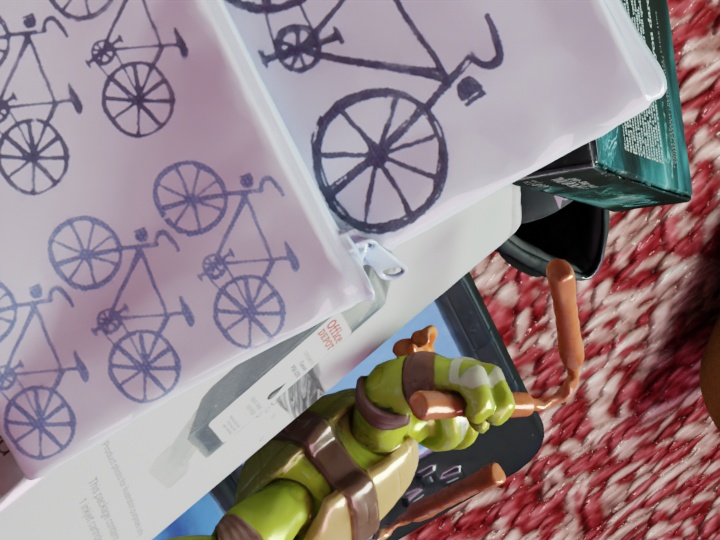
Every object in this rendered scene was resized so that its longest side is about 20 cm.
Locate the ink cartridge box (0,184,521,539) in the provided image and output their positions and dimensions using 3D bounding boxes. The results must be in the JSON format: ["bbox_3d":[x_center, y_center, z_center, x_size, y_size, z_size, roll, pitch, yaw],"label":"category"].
[{"bbox_3d":[-0.074,-0.015,0.843,0.200,0.146,0.085,-39,155,-16],"label":"ink cartridge box"}]

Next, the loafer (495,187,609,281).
[{"bbox_3d":[0.049,-0.052,0.965,0.068,0.070,0.201,-42,158,-6],"label":"loafer"}]

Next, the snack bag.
[{"bbox_3d":[-0.040,-0.072,0.739,0.200,0.189,0.021,-28,-165,-3],"label":"snack bag"}]

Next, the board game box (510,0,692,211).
[{"bbox_3d":[0.057,-0.120,0.849,0.028,0.200,0.135,-8,175,17],"label":"board game box"}]

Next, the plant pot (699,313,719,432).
[{"bbox_3d":[0.264,0.019,1.485,0.186,0.186,0.200,-20,160,-47],"label":"plant pot"}]

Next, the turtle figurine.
[{"bbox_3d":[-0.013,0.066,0.886,0.161,0.064,0.200,-40,172,-28],"label":"turtle figurine"}]

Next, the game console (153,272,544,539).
[{"bbox_3d":[-0.016,0.081,0.981,0.171,0.118,0.200,-29,142,-1],"label":"game console"}]
